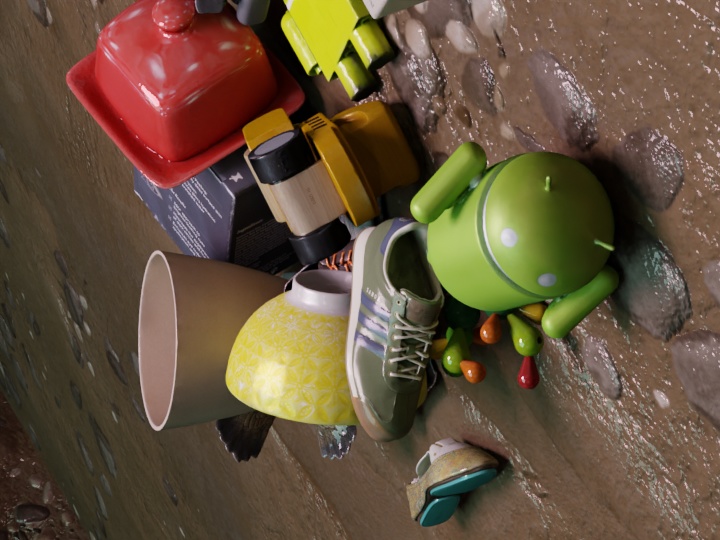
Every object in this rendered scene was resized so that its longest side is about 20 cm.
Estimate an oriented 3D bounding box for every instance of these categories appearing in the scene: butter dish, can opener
[{"bbox_3d":[-0.185,-0.222,1.581,0.200,0.198,0.148,47,159,25],"label":"butter dish"},{"bbox_3d":[-0.107,-0.314,1.486,0.201,0.066,0.053,106,148,-61],"label":"can opener"}]

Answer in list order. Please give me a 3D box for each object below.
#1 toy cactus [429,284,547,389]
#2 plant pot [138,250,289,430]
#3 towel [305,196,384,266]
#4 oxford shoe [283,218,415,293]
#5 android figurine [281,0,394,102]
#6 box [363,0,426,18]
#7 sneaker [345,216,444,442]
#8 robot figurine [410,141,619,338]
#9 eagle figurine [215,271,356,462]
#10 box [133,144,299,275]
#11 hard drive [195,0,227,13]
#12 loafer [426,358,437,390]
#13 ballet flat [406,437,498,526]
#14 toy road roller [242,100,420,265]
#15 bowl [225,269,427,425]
[{"bbox_3d":[0.105,0.018,1.413,0.200,0.101,0.167,26,116,60],"label":"toy cactus"},{"bbox_3d":[-0.123,0.075,1.653,0.187,0.197,0.190,-179,90,-71],"label":"plant pot"},{"bbox_3d":[-0.025,-0.038,1.687,0.192,0.034,0.202,37,143,50],"label":"towel"},{"bbox_3d":[0.000,0.000,1.555,0.199,0.072,0.072,-31,67,45],"label":"oxford shoe"},{"bbox_3d":[-0.036,-0.268,1.492,0.201,0.041,0.182,60,157,11],"label":"android figurine"},{"bbox_3d":[0.050,-0.295,1.227,0.096,0.077,0.200,61,156,11],"label":"box"},{"bbox_3d":[0.035,0.047,1.382,0.090,0.066,0.203,-24,64,55],"label":"sneaker"},{"bbox_3d":[0.129,-0.031,1.251,0.175,0.116,0.200,43,159,-13],"label":"robot figurine"},{"bbox_3d":[-0.078,0.120,1.769,0.151,0.152,0.201,40,-156,-21],"label":"eagle figurine"},{"bbox_3d":[-0.157,-0.110,1.722,0.197,0.117,0.201,49,152,24],"label":"box"},{"bbox_3d":[-0.154,-0.373,1.545,0.201,0.032,0.141,-96,5,-46],"label":"hard drive"},{"bbox_3d":[0.038,0.116,1.640,0.070,0.074,0.201,53,154,37],"label":"loafer"},{"bbox_3d":[0.091,0.216,1.638,0.071,0.070,0.200,59,156,16],"label":"ballet flat"},{"bbox_3d":[-0.027,-0.102,1.514,0.124,0.145,0.200,63,177,-18],"label":"toy road roller"},{"bbox_3d":[-0.029,0.062,1.492,0.200,0.198,0.109,29,119,55],"label":"bowl"}]
